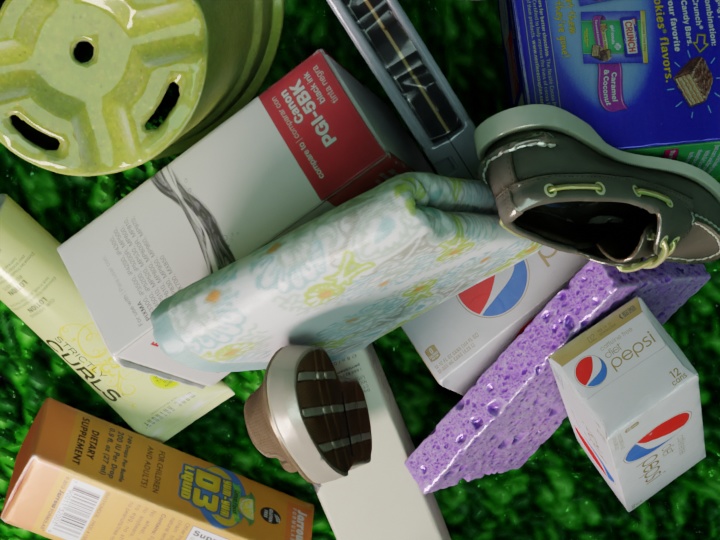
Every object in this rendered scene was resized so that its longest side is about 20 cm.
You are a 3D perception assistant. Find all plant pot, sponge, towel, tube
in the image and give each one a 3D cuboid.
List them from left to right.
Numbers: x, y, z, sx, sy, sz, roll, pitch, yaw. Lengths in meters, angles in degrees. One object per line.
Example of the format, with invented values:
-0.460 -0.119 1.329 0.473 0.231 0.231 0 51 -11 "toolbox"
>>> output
-0.173 0.035 1.162 0.200 0.058 0.052 46 67 -24 "tube"
-0.143 -0.138 1.010 0.198 0.184 0.202 0 107 -1 "plant pot"
0.000 0.000 1.012 0.170 0.200 0.048 -31 76 24 "towel"
0.122 0.061 1.136 0.200 0.111 0.030 -49 64 30 "sponge"

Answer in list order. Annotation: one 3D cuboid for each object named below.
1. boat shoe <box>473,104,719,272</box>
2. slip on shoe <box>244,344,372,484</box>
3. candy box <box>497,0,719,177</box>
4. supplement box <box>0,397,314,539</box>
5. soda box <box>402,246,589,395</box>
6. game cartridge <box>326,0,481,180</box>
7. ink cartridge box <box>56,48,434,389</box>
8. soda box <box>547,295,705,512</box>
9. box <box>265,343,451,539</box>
0.141 -0.032 1.010 0.201 0.061 0.072 19 144 -41 "boat shoe"
-0.038 0.085 1.039 0.060 0.200 0.077 -9 84 8 "slip on shoe"
0.185 -0.143 1.065 0.198 0.077 0.171 -5 77 -2 "candy box"
-0.131 0.159 1.199 0.199 0.067 0.069 25 121 -15 "supplement box"
0.118 -0.009 1.142 0.200 0.064 0.068 -40 65 11 "soda box"
0.008 -0.148 1.055 0.040 0.134 0.201 -33 116 2 "game cartridge"
-0.060 -0.025 1.087 0.199 0.147 0.083 -36 71 9 "ink cartridge box"
0.170 0.087 1.134 0.068 0.200 0.064 -34 68 -1 "soda box"
0.002 0.127 1.196 0.068 0.082 0.201 -20 111 3 "box"
